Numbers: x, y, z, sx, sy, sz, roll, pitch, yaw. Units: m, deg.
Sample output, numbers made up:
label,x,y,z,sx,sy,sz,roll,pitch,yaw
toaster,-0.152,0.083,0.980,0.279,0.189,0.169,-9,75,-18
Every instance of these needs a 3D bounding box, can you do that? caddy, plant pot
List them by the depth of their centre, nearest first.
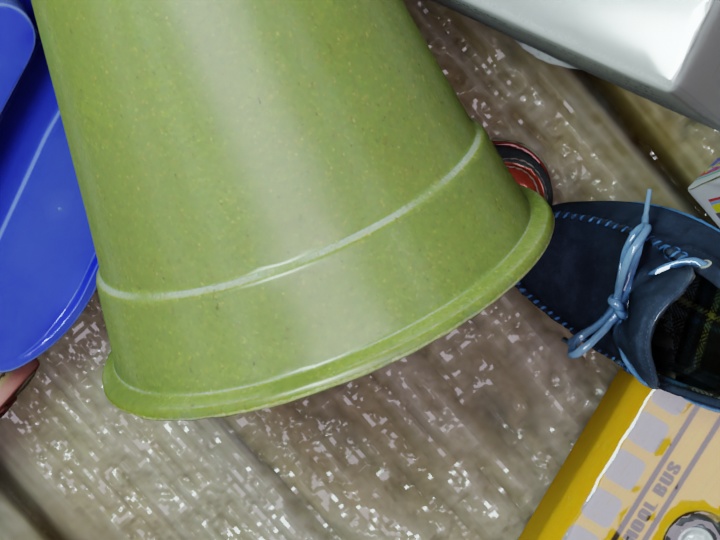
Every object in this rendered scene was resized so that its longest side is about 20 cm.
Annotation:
label,x,y,z,sx,sy,sz,roll,pitch,yaw
plant pot,-0.048,-0.070,1.002,0.200,0.200,0.190,-23,108,0
caddy,-0.177,-0.053,1.099,0.141,0.105,0.200,18,104,-37

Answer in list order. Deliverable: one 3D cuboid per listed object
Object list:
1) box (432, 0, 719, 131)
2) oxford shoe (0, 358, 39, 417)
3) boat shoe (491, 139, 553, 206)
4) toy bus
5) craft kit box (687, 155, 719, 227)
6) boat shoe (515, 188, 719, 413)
label,x,y,z,sx,sy,sz,roll,pitch,yaw
box,0.105,-0.191,1.062,0.199,0.131,0.200,27,94,19
oxford shoe,-0.239,0.085,1.138,0.200,0.070,0.075,-36,91,0
boat shoe,0.000,0.000,1.142,0.200,0.063,0.071,-25,94,-1
toy bus,0.150,0.077,1.155,0.078,0.065,0.200,30,94,-3
craft kit box,0.279,-0.030,1.125,0.200,0.049,0.198,-43,99,-21
boat shoe,0.142,0.015,1.073,0.200,0.069,0.084,18,107,35
